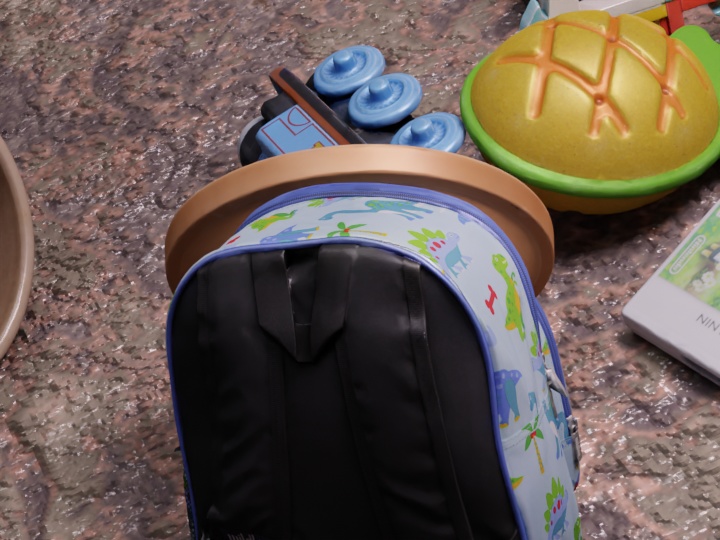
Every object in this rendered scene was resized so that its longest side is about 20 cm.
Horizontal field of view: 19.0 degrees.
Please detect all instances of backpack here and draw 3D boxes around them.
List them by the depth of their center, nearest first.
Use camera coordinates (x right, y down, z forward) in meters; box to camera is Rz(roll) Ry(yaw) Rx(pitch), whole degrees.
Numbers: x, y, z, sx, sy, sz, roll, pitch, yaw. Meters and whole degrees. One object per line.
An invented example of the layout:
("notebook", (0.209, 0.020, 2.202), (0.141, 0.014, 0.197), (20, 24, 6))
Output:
("backpack", (0.006, 0.061, 0.986), (0.181, 0.202, 0.147), (-2, 21, 23))

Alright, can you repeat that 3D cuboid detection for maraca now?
("maraca", (0.152, -0.093, 1.221), (0.198, 0.107, 0.138), (-10, 50, -20))

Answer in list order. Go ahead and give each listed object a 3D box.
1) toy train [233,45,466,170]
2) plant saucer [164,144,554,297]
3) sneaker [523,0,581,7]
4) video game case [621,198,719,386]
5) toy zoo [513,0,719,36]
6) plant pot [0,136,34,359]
("toy train", (-0.004, -0.059, 1.259), (0.114, 0.087, 0.200), (-32, 37, -10))
("plant saucer", (0.000, 0.000, 1.090), (0.198, 0.201, 0.033), (-9, 62, 12))
("sneaker", (0.149, -0.238, 1.455), (0.105, 0.075, 0.201), (-13, 44, -2))
("video game case", (0.254, -0.012, 1.080), (0.200, 0.022, 0.182), (-48, 41, -7))
("toy zoo", (0.186, -0.166, 1.279), (0.198, 0.132, 0.021), (-19, 34, -1))
("plant pot", (-0.320, -0.008, 1.263), (0.174, 0.201, 0.201), (-11, 31, 42))
